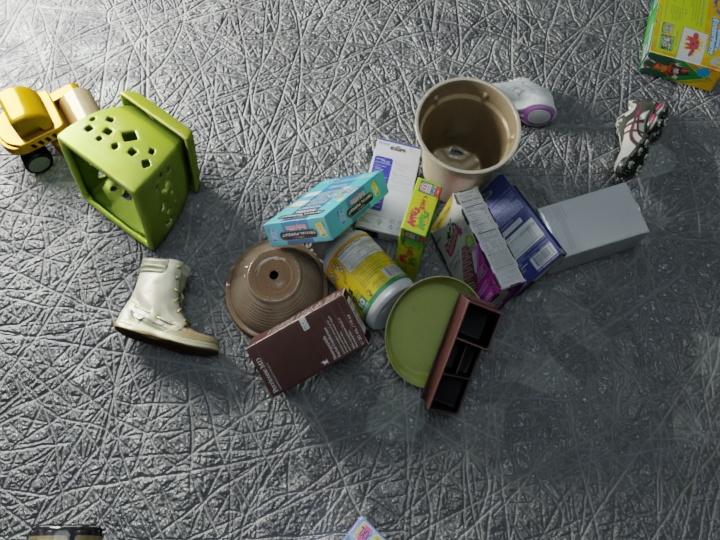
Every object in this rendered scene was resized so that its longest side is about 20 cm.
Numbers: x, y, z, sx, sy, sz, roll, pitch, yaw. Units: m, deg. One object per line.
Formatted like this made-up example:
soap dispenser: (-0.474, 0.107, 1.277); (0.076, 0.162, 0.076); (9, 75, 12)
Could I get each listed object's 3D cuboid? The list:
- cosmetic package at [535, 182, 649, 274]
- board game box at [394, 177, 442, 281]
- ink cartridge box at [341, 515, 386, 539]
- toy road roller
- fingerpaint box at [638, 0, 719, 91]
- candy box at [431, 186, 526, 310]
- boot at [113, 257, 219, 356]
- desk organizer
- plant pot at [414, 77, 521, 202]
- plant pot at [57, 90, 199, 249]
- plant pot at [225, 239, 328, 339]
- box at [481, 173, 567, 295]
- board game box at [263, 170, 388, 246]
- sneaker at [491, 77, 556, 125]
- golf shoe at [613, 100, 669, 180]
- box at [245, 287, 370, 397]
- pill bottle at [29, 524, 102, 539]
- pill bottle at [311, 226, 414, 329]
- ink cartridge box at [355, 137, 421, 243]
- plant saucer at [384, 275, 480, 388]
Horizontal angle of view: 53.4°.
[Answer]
cosmetic package: (0.439, -0.082, 1.384); (0.194, 0.082, 0.116); (-14, 69, -8)
board game box: (0.102, -0.070, 1.303); (0.046, 0.201, 0.104); (18, 68, 6)
ink cartridge box: (-0.013, 0.519, 1.137); (0.136, 0.077, 0.201); (39, 74, 13)
toy road roller: (-0.615, -0.300, 1.402); (0.197, 0.147, 0.124); (-31, 72, -13)
fingerpaint box: (0.712, -0.513, 1.565); (0.162, 0.074, 0.205); (16, 69, 6)
candy box: (0.212, -0.030, 1.322); (0.060, 0.137, 0.204); (-14, 68, -22)
boot: (-0.333, 0.064, 1.310); (0.194, 0.072, 0.158); (14, 66, 5)
desk organizer: (0.174, 0.149, 1.237); (0.070, 0.077, 0.205); (19, 95, -4)
plant pot: (0.193, -0.230, 1.379); (0.194, 0.184, 0.206); (0, 68, -1)
plant pot: (-0.417, -0.199, 1.348); (0.198, 0.200, 0.183); (33, 64, 12)
plant pot: (-0.156, 0.025, 1.318); (0.194, 0.093, 0.207); (0, 68, -1)
box: (0.286, -0.071, 1.360); (0.121, 0.032, 0.202); (-43, 66, 24)
board game box: (-0.060, -0.114, 1.312); (0.148, 0.048, 0.200); (-4, 27, 38)
sneaker: (0.311, -0.362, 1.505); (0.194, 0.076, 0.102); (10, 54, -2)
golf shoe: (0.559, -0.269, 1.476); (0.087, 0.078, 0.202); (25, 66, 30)
box: (-0.090, 0.123, 1.247); (0.197, 0.075, 0.102); (-30, 97, 7)
pill bottle: (-0.467, 0.504, 1.108); (0.108, 0.112, 0.206); (0, 68, -2)
pill bottle: (0.000, 0.000, 1.315); (0.112, 0.114, 0.200); (-36, 65, -15)
ink cartridge box: (0.057, -0.160, 1.426); (0.097, 0.039, 0.205); (13, 70, 4)
plant saucer: (0.132, 0.108, 1.281); (0.194, 0.031, 0.206); (-4, 102, -16)
